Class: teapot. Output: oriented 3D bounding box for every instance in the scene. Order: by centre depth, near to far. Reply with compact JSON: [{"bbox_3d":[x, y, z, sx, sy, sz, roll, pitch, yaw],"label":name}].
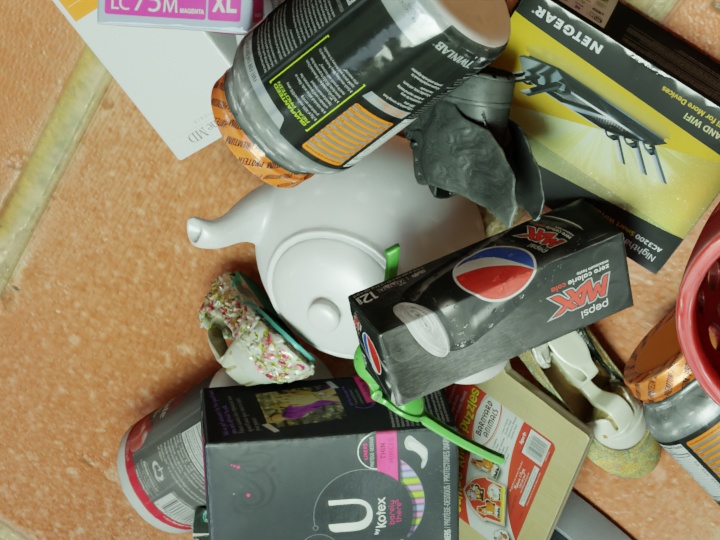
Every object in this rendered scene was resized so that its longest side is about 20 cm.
[{"bbox_3d":[0.000,0.000,1.673,0.199,0.146,0.198,-10,120,28],"label":"teapot"}]

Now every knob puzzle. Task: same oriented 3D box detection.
[{"bbox_3d":[0.091,0.141,1.766,0.219,0.030,0.221,18,120,34],"label":"knob puzzle"}]

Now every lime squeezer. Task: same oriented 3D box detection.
[{"bbox_3d":[0.037,0.078,1.612,0.070,0.038,0.201,-31,112,-9],"label":"lime squeezer"}]

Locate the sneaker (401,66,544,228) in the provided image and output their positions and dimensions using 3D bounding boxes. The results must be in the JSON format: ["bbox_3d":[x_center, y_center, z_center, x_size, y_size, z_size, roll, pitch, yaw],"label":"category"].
[{"bbox_3d":[0.054,-0.100,1.559,0.199,0.060,0.105,16,107,45],"label":"sneaker"}]

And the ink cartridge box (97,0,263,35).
[{"bbox_3d":[-0.125,-0.273,1.535,0.118,0.042,0.202,5,96,13],"label":"ink cartridge box"}]

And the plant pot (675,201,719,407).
[{"bbox_3d":[0.335,-0.005,1.496,0.199,0.183,0.202,12,129,16],"label":"plant pot"}]

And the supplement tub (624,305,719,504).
[{"bbox_3d":[0.302,0.120,1.633,0.200,0.123,0.122,46,129,-12],"label":"supplement tub"}]

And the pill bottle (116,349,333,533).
[{"bbox_3d":[-0.111,0.143,1.849,0.200,0.111,0.111,-32,107,37],"label":"pill bottle"}]

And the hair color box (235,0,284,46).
[{"bbox_3d":[-0.001,-0.217,1.570,0.199,0.061,0.100,2,124,22],"label":"hair color box"}]

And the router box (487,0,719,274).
[{"bbox_3d":[0.178,-0.111,1.573,0.199,0.052,0.158,32,131,0],"label":"router box"}]

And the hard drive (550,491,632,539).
[{"bbox_3d":[0.139,0.233,1.849,0.200,0.042,0.135,37,130,-5],"label":"hard drive"}]

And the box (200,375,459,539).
[{"bbox_3d":[-0.025,0.161,1.707,0.198,0.106,0.123,-4,113,-4],"label":"box"}]

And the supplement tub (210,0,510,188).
[{"bbox_3d":[-0.004,-0.149,1.488,0.200,0.123,0.123,-35,106,29],"label":"supplement tub"}]

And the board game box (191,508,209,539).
[{"bbox_3d":[-0.045,0.249,1.883,0.134,0.028,0.200,-3,156,24],"label":"board game box"}]

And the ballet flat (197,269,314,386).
[{"bbox_3d":[-0.087,0.059,1.733,0.076,0.200,0.064,43,91,-21],"label":"ballet flat"}]

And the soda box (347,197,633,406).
[{"bbox_3d":[0.096,0.022,1.556,0.199,0.063,0.071,-23,124,-13],"label":"soda box"}]

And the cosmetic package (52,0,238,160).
[{"bbox_3d":[-0.154,-0.196,1.646,0.101,0.071,0.200,-26,111,35],"label":"cosmetic package"}]

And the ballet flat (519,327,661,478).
[{"bbox_3d":[0.181,0.091,1.704,0.070,0.071,0.200,-29,106,36],"label":"ballet flat"}]
